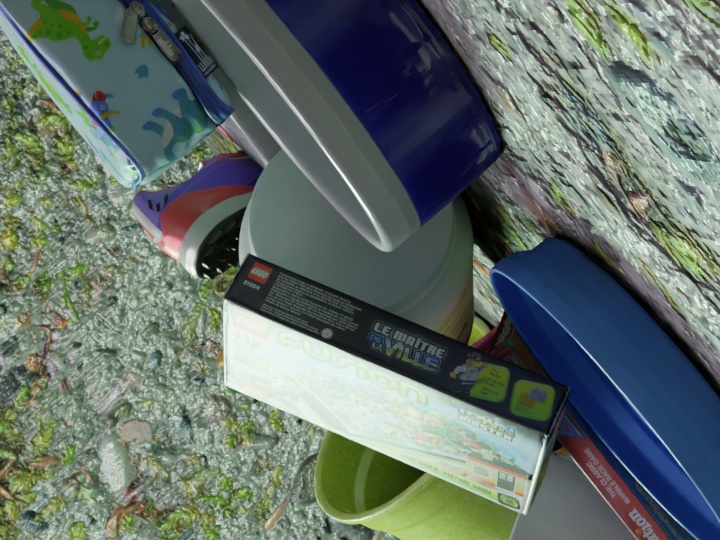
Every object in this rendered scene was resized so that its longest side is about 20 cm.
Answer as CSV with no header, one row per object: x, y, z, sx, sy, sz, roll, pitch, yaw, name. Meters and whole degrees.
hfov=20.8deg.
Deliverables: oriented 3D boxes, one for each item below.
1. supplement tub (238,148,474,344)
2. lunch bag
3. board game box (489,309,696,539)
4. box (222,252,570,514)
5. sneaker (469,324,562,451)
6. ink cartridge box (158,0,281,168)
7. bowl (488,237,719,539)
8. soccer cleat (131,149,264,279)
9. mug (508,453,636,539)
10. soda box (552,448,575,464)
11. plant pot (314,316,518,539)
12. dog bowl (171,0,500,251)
0.000,0.000,1.248,0.145,0.145,0.200,50,170,16,supplement tub
-0.154,-0.129,1.150,0.161,0.082,0.200,50,174,-5,lunch bag
0.151,0.104,1.184,0.200,0.019,0.103,52,-161,-8,board game box
0.017,0.067,1.134,0.200,0.035,0.110,22,151,11,box
0.114,0.081,1.297,0.087,0.074,0.200,51,-178,-2,sneaker
-0.098,-0.172,1.273,0.200,0.086,0.148,52,176,-29,ink cartridge box
0.146,0.065,1.037,0.201,0.039,0.201,50,176,5,bowl
-0.068,-0.061,1.337,0.073,0.200,0.068,36,133,21,soccer cleat
0.167,0.227,1.301,0.153,0.149,0.187,18,136,9,mug
0.170,0.158,1.415,0.200,0.064,0.068,48,175,24,soda box
0.096,0.170,1.620,0.184,0.200,0.200,41,180,-24,plant pot
-0.019,-0.110,1.012,0.200,0.079,0.200,51,176,5,dog bowl
